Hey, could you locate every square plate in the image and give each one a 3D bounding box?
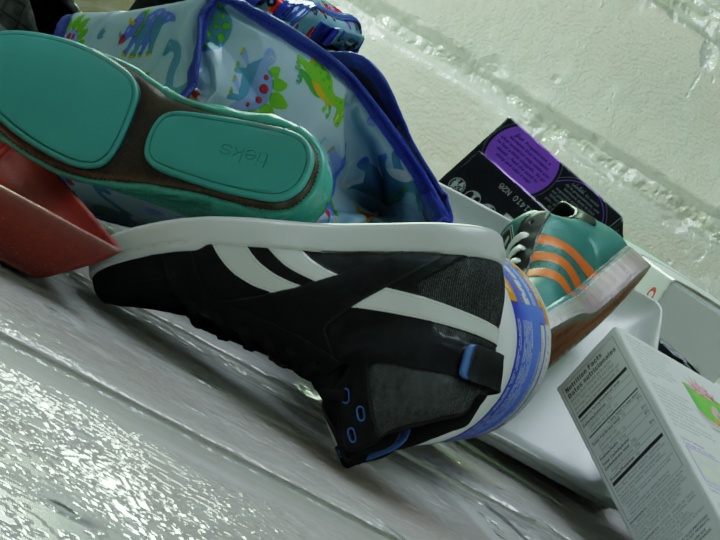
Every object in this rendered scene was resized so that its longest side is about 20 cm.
[{"bbox_3d":[0.091,0.045,1.422,0.199,0.028,0.199,28,39,-9],"label":"square plate"}]

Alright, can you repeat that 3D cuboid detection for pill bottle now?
[{"bbox_3d":[0.034,0.036,1.205,0.112,0.112,0.200,33,4,12],"label":"pill bottle"}]

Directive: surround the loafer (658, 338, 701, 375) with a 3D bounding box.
[{"bbox_3d":[0.216,0.128,1.525,0.201,0.073,0.072,58,-12,8],"label":"loafer"}]

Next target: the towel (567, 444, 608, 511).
[{"bbox_3d":[0.094,0.089,1.511,0.190,0.032,0.200,33,6,6],"label":"towel"}]

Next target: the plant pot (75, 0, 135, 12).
[{"bbox_3d":[-0.250,-0.255,2.039,0.200,0.200,0.135,27,43,-40],"label":"plant pot"}]

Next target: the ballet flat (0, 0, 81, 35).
[{"bbox_3d":[-0.171,-0.112,1.479,0.200,0.066,0.057,47,-26,-5],"label":"ballet flat"}]

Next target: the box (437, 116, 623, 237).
[{"bbox_3d":[0.117,-0.001,1.677,0.122,0.106,0.200,44,-12,21],"label":"box"}]

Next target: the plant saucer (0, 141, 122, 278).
[{"bbox_3d":[-0.225,-0.068,1.066,0.199,0.037,0.200,30,6,-28],"label":"plant saucer"}]

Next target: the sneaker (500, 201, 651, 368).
[{"bbox_3d":[0.102,0.013,1.390,0.080,0.072,0.200,43,32,11],"label":"sneaker"}]

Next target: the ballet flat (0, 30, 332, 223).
[{"bbox_3d":[-0.105,-0.059,1.121,0.199,0.068,0.070,19,-20,16],"label":"ballet flat"}]

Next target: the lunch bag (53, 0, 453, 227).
[{"bbox_3d":[-0.067,-0.067,1.286,0.199,0.128,0.170,31,-17,-33],"label":"lunch bag"}]

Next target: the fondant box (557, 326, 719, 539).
[{"bbox_3d":[0.209,0.136,1.311,0.144,0.058,0.200,29,24,-32],"label":"fondant box"}]

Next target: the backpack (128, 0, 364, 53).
[{"bbox_3d":[-0.056,-0.127,1.594,0.200,0.135,0.182,37,11,20],"label":"backpack"}]

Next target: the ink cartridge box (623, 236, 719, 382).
[{"bbox_3d":[0.217,0.058,1.890,0.084,0.146,0.200,30,5,-20],"label":"ink cartridge box"}]

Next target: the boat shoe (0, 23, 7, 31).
[{"bbox_3d":[-0.174,-0.092,1.426,0.200,0.066,0.072,33,5,8],"label":"boat shoe"}]

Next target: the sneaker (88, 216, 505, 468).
[{"bbox_3d":[-0.031,0.036,1.065,0.198,0.113,0.073,-1,-14,5],"label":"sneaker"}]
